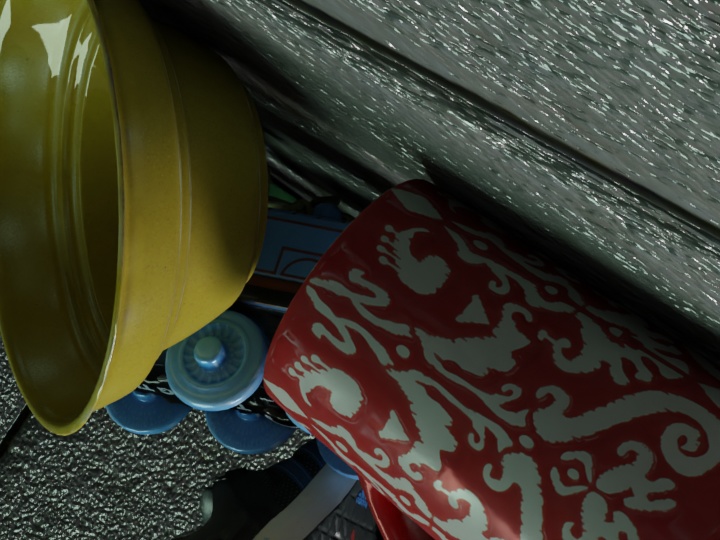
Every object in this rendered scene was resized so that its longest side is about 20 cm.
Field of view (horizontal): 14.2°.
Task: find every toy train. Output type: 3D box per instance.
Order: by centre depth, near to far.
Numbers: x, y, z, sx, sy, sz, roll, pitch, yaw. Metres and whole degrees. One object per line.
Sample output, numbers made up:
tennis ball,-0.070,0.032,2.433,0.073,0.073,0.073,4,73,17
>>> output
toy train,-0.044,0.018,1.268,0.200,0.114,0.087,10,161,20

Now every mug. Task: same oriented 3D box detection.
mug,0.059,0.081,1.129,0.200,0.178,0.133,37,-168,16

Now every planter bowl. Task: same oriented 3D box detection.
planter bowl,-0.091,-0.035,1.188,0.083,0.201,0.200,-3,-169,-23

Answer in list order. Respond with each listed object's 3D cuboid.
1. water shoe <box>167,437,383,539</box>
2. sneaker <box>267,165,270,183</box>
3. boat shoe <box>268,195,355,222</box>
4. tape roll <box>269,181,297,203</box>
water shoe,-0.031,0.102,1.307,0.079,0.072,0.200,11,-154,22
sneaker,-0.136,-0.080,1.372,0.200,0.067,0.090,34,-179,39
boat shoe,0.000,0.000,1.359,0.200,0.073,0.063,25,133,34
tape roll,-0.083,-0.034,1.603,0.200,0.048,0.200,34,175,3
